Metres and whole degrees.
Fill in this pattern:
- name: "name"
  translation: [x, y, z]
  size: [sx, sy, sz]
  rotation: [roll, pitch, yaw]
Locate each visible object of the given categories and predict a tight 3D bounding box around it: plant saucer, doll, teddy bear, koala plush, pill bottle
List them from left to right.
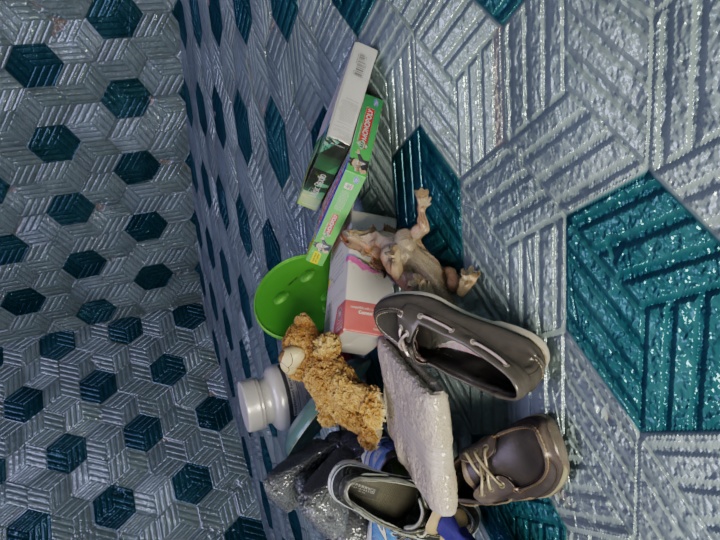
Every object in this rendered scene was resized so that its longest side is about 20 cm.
- name: "pill bottle"
  translation: [-0.117, 0.222, 1.189]
  size: [0.119, 0.195, 0.123]
  rotation: [169, 90, -71]
- name: "plant saucer"
  translation: [-0.056, 0.211, 1.033]
  size: [0.027, 0.200, 0.201]
  rotation: [38, 149, 11]
- name: "teddy bear"
  translation: [-0.040, 0.145, 0.837]
  size: [0.201, 0.066, 0.146]
  rotation: [50, 153, 15]
- name: "koala plush"
  translation: [-0.005, 0.346, 0.947]
  size: [0.176, 0.182, 0.204]
  rotation: [-7, 111, 58]
- name: "doll"
  translation: [0.148, 0.308, 0.644]
  size: [0.199, 0.049, 0.137]
  rotation: [31, 168, 44]

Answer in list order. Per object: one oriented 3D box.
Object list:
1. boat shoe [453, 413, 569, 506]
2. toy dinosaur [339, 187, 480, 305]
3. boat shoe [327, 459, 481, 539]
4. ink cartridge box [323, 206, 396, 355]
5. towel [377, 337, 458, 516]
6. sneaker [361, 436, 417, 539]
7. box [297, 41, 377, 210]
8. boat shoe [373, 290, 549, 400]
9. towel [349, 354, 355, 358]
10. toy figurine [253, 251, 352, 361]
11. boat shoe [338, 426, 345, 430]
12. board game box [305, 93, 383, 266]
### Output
- name: "boat shoe"
  translation: [0.137, 0.201, 0.649]
  size: [0.201, 0.072, 0.076]
  rotation: [111, 142, -57]
- name: "toy dinosaur"
  translation: [0.065, 0.004, 0.751]
  size: [0.202, 0.085, 0.136]
  rotation: [56, 165, 15]
- name: "boat shoe"
  translation: [0.056, 0.273, 0.743]
  size: [0.071, 0.196, 0.074]
  rotation: [-172, 100, -74]
- name: "ink cartridge box"
  translation: [0.000, 0.000, 0.887]
  size: [0.117, 0.066, 0.205]
  rotation: [133, 143, -66]
- name: "towel"
  translation: [0.058, 0.162, 0.733]
  size: [0.200, 0.034, 0.136]
  rotation: [-141, 42, -73]
- name: "sneaker"
  translation: [0.045, 0.317, 0.822]
  size: [0.089, 0.077, 0.205]
  rotation: [146, 113, -77]
- name: "box"
  translation: [-0.035, -0.187, 0.887]
  size: [0.200, 0.036, 0.147]
  rotation: [127, 160, -66]
- name: "boat shoe"
  translation: [0.081, 0.070, 0.631]
  size: [0.197, 0.057, 0.068]
  rotation: [14, 133, 37]
- name: "towel"
  translation: [-0.046, 0.042, 1.162]
  size: [0.144, 0.022, 0.205]
  rotation: [-143, 47, -65]
- name: "toy figurine"
  translation: [-0.052, 0.075, 1.036]
  size: [0.149, 0.199, 0.186]
  rotation: [37, 159, 34]
- name: "boat shoe"
  translation: [0.011, 0.316, 1.095]
  size: [0.093, 0.073, 0.205]
  rotation: [99, 158, -74]
- name: "board game box"
  translation: [-0.024, -0.116, 0.878]
  size: [0.201, 0.029, 0.137]
  rotation: [121, 165, -53]
